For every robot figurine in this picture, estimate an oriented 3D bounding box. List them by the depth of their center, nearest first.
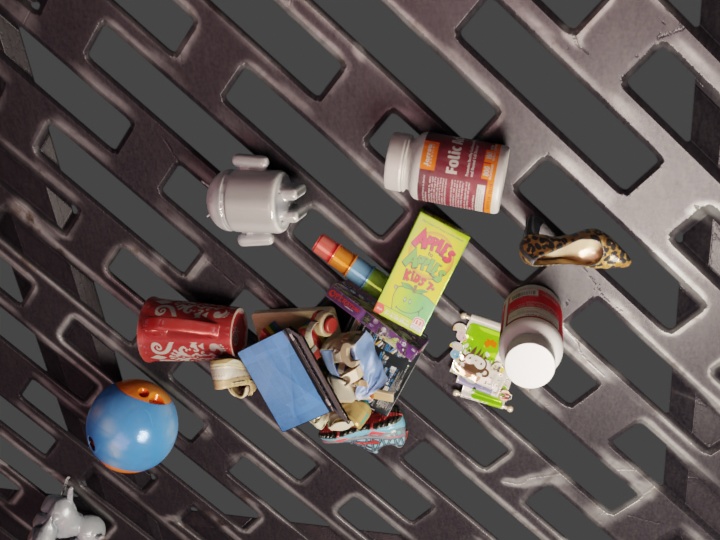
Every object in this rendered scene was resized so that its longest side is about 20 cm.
[{"bbox_3d":[-0.198,-0.127,1.503,0.196,0.113,0.173,4,104,15],"label":"robot figurine"}]

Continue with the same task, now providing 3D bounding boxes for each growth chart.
[{"bbox_3d":[0.241,0.178,1.597,0.142,0.018,0.204,10,119,11],"label":"growth chart"}]

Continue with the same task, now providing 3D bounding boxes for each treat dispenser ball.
[{"bbox_3d":[-0.502,0.341,1.806,0.197,0.202,0.205,7,121,13],"label":"treat dispenser ball"}]

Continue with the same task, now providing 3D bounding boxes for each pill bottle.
[{"bbox_3d":[0.144,-0.168,1.375,0.196,0.115,0.116,11,121,10],"label":"pill bottle"},{"bbox_3d":[0.298,0.115,1.430,0.110,0.201,0.115,5,115,11],"label":"pill bottle"}]

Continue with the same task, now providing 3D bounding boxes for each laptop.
[{"bbox_3d":[-0.130,0.217,1.546,0.115,0.200,0.190,-31,99,-11],"label":"laptop"}]

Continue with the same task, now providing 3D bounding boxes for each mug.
[{"bbox_3d":[-0.344,0.133,1.664,0.195,0.178,0.136,3,107,10],"label":"mug"}]

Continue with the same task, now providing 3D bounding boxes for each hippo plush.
[{"bbox_3d":[-0.741,0.652,2.114,0.160,0.159,0.202,35,81,-25],"label":"hippo plush"}]

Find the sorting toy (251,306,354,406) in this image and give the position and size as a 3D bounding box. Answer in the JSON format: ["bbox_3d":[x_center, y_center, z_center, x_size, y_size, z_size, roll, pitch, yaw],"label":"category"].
[{"bbox_3d":[-0.126,0.182,1.643,0.197,0.069,0.203,-4,109,32],"label":"sorting toy"}]

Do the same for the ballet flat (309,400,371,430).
[{"bbox_3d":[-0.067,0.299,1.700,0.197,0.064,0.069,-9,132,40],"label":"ballet flat"}]

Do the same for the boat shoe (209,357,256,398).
[{"bbox_3d":[-0.246,0.226,1.676,0.072,0.199,0.071,-7,74,23],"label":"boat shoe"}]

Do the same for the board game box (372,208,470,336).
[{"bbox_3d":[0.109,0.003,1.484,0.100,0.048,0.203,26,103,2],"label":"board game box"}]

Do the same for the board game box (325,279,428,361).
[{"bbox_3d":[0.033,0.089,1.527,0.199,0.120,0.033,37,98,9],"label":"board game box"}]

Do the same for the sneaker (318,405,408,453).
[{"bbox_3d":[0.005,0.353,1.730,0.196,0.080,0.097,-10,117,22],"label":"sneaker"}]

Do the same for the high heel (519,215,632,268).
[{"bbox_3d":[0.361,-0.019,1.375,0.196,0.143,0.072,20,123,5],"label":"high heel"}]

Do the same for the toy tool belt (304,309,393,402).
[{"bbox_3d":[-0.009,0.163,1.537,0.121,0.125,0.202,7,132,43],"label":"toy tool belt"}]

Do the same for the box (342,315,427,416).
[{"bbox_3d":[0.025,0.180,1.646,0.157,0.046,0.202,26,122,2],"label":"box"}]

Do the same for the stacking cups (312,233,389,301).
[{"bbox_3d":[0.000,0.000,1.548,0.199,0.061,0.061,37,122,-4],"label":"stacking cups"}]
